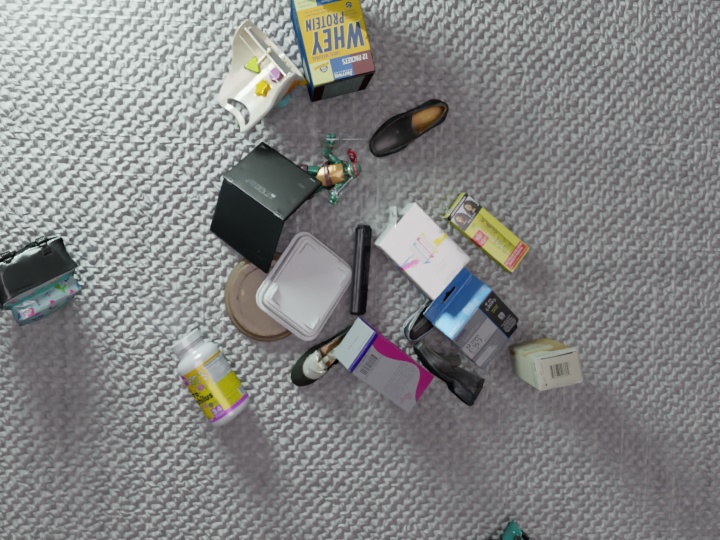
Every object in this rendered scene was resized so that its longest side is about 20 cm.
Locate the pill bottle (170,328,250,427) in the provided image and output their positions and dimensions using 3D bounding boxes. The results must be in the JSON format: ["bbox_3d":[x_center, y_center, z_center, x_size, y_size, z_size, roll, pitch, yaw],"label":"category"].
[{"bbox_3d":[-0.332,0.232,1.690,0.103,0.104,0.203,-33,96,-3],"label":"pill bottle"}]

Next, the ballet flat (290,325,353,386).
[{"bbox_3d":[-0.076,0.191,1.731,0.199,0.068,0.069,-39,97,-2],"label":"ballet flat"}]

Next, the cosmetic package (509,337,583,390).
[{"bbox_3d":[0.409,0.205,1.716,0.102,0.200,0.073,-11,94,-6],"label":"cosmetic package"}]

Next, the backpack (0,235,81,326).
[{"bbox_3d":[-0.676,0.023,1.594,0.176,0.198,0.154,-31,102,-30],"label":"backpack"}]

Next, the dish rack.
[{"bbox_3d":[-0.117,0.034,1.706,0.170,0.043,0.202,37,78,-14],"label":"dish rack"}]

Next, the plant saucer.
[{"bbox_3d":[-0.209,0.059,1.731,0.194,0.029,0.206,0,92,-6],"label":"plant saucer"}]

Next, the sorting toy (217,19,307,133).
[{"bbox_3d":[-0.225,-0.396,1.663,0.180,0.106,0.201,-45,62,13],"label":"sorting toy"}]

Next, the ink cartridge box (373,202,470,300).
[{"bbox_3d":[0.123,-0.052,1.708,0.200,0.129,0.126,44,89,-6],"label":"ink cartridge box"}]

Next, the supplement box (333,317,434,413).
[{"bbox_3d":[0.052,0.209,1.696,0.199,0.103,0.102,39,88,-29],"label":"supplement box"}]

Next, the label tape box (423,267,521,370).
[{"bbox_3d":[0.252,0.107,1.724,0.144,0.066,0.200,-49,125,-2],"label":"label tape box"}]

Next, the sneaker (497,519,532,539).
[{"bbox_3d":[0.326,0.637,1.790,0.195,0.084,0.124,16,97,-14],"label":"sneaker"}]

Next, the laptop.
[{"bbox_3d":[-0.209,-0.140,1.681,0.185,0.117,0.200,34,65,21],"label":"laptop"}]

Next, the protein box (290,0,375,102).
[{"bbox_3d":[-0.063,-0.483,1.626,0.131,0.200,0.204,-14,95,-5],"label":"protein box"}]

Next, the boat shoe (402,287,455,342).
[{"bbox_3d":[0.175,0.085,1.751,0.199,0.068,0.072,-42,96,-2],"label":"boat shoe"}]

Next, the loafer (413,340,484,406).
[{"bbox_3d":[0.202,0.220,1.764,0.200,0.073,0.073,44,82,-18],"label":"loafer"}]

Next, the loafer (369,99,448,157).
[{"bbox_3d":[0.107,-0.321,1.710,0.198,0.072,0.074,-35,97,-2],"label":"loafer"}]

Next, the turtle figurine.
[{"bbox_3d":[-0.071,-0.209,1.693,0.195,0.101,0.154,-15,77,12],"label":"turtle figurine"}]

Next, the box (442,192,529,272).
[{"bbox_3d":[0.287,-0.086,1.761,0.199,0.050,0.076,40,88,-7],"label":"box"}]

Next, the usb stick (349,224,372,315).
[{"bbox_3d":[0.000,0.000,1.737,0.032,0.055,0.206,6,93,29],"label":"usb stick"}]
